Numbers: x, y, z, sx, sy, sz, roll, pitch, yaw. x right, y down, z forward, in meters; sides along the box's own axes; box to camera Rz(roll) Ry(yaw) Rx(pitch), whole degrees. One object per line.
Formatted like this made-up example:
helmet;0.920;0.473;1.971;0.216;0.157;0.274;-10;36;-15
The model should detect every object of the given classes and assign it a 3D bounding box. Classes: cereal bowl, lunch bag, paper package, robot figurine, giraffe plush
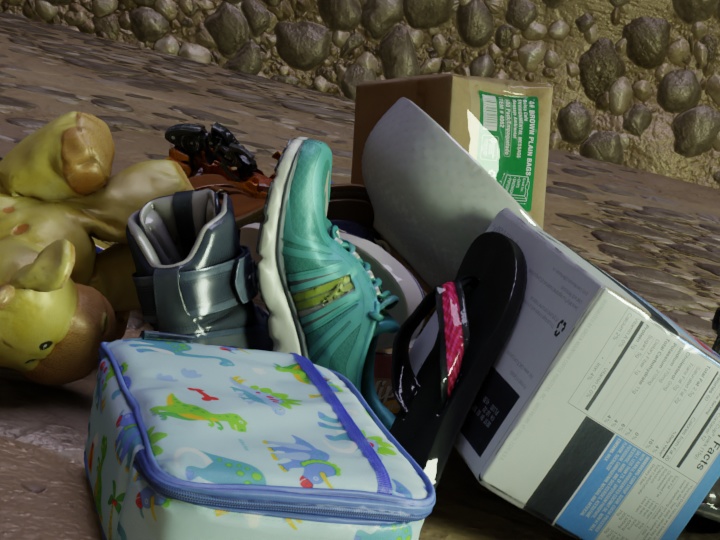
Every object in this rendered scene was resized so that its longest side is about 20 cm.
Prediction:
cereal bowl;0.069;-0.028;1.099;0.200;0.083;0.200;47;1;-1
lunch bag;-0.056;0.103;0.781;0.159;0.083;0.200;10;15;-19
paper package;0.073;-0.063;1.295;0.102;0.202;0.190;2;3;-27
robot figurine;-0.094;-0.051;1.306;0.199;0.146;0.058;26;36;8
giraffe plush;-0.206;0.003;0.957;0.198;0.174;0.163;13;28;-16

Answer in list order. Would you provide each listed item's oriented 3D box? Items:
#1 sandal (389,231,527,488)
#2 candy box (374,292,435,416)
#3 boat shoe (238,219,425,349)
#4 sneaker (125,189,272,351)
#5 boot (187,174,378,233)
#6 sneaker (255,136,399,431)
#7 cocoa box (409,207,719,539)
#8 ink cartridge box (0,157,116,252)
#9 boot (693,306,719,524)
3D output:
sandal;0.044;0.052;0.876;0.045;0.201;0.075;34;-30;-17
candy box;0.015;0.057;1.111;0.114;0.056;0.200;6;14;-15
boat shoe;0.000;0.000;1.051;0.092;0.076;0.199;-10;21;-37
sneaker;-0.085;0.016;0.967;0.076;0.148;0.202;-12;6;13
boot;-0.088;-0.038;1.200;0.199;0.077;0.155;-26;26;-6
sneaker;-0.015;0.018;0.917;0.079;0.202;0.077;-5;6;17
cocoa box;0.129;0.069;0.920;0.131;0.134;0.200;31;6;-17
ink cartridge box;-0.278;-0.043;1.228;0.196;0.047;0.200;26;9;-3
boot;0.246;0.069;1.006;0.069;0.176;0.200;15;12;14
